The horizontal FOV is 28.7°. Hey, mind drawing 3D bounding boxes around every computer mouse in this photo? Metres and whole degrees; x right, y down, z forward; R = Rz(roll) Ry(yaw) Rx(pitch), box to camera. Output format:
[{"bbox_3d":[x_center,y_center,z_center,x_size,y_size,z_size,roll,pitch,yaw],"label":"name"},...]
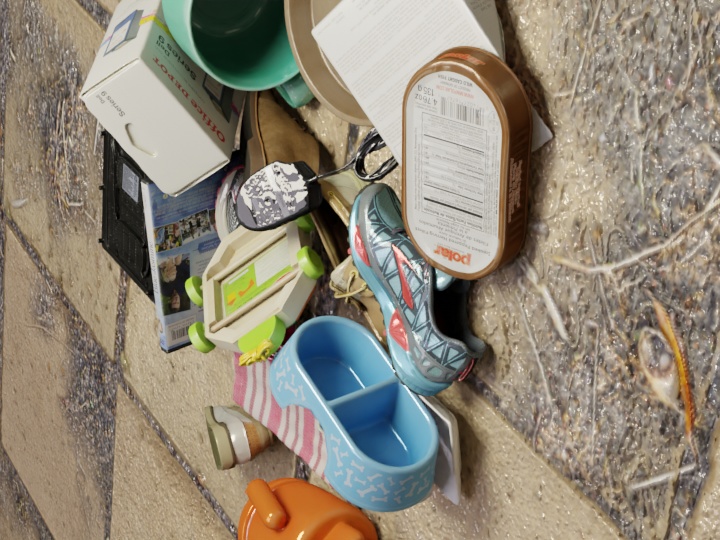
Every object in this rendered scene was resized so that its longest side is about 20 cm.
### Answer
[{"bbox_3d":[-0.033,-0.090,1.335,0.198,0.034,0.059,-22,84,20],"label":"computer mouse"}]

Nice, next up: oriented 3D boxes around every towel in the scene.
[{"bbox_3d":[-0.070,0.150,1.488,0.199,0.030,0.147,38,147,29],"label":"towel"}]

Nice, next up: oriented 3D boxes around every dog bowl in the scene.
[{"bbox_3d":[-0.003,0.124,1.286,0.201,0.110,0.050,53,143,27],"label":"dog bowl"}]

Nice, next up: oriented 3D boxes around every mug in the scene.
[{"bbox_3d":[-0.120,-0.254,1.393,0.114,0.150,0.187,44,136,52],"label":"mug"}]

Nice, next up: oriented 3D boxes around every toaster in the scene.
[{"bbox_3d":[-0.220,-0.073,1.647,0.200,0.117,0.183,39,132,48],"label":"toaster"}]

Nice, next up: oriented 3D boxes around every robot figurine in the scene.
[{"bbox_3d":[-0.058,0.287,1.497,0.199,0.142,0.118,15,96,56],"label":"robot figurine"}]

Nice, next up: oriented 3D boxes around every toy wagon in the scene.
[{"bbox_3d":[-0.102,0.024,1.391,0.154,0.040,0.201,-34,39,20],"label":"toy wagon"}]

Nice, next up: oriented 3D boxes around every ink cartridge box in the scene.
[{"bbox_3d":[0.067,-0.169,1.197,0.201,0.050,0.162,54,137,-2],"label":"ink cartridge box"},{"bbox_3d":[-0.195,-0.196,1.453,0.087,0.146,0.201,-28,30,24],"label":"ink cartridge box"}]

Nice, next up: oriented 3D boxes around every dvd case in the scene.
[{"bbox_3d":[-0.163,-0.023,1.527,0.017,0.142,0.203,26,128,46],"label":"dvd case"}]

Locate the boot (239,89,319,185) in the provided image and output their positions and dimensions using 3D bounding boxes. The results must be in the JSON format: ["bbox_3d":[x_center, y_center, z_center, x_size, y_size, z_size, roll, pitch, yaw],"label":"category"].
[{"bbox_3d":[-0.086,-0.136,1.457,0.201,0.074,0.074,-101,16,-47],"label":"boot"}]

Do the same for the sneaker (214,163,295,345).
[{"bbox_3d":[-0.101,-0.017,1.508,0.074,0.080,0.203,15,116,56],"label":"sneaker"}]

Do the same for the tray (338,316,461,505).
[{"bbox_3d":[0.041,0.129,1.357,0.200,0.022,0.108,41,147,46],"label":"tray"}]

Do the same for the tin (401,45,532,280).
[{"bbox_3d":[0.085,-0.085,1.172,0.111,0.042,0.202,23,128,35],"label":"tin"}]

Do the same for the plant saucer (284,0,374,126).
[{"bbox_3d":[0.004,-0.233,1.285,0.199,0.029,0.203,18,116,43],"label":"plant saucer"}]

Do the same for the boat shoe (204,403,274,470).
[{"bbox_3d":[-0.142,0.193,1.652,0.200,0.068,0.076,-163,59,-78],"label":"boat shoe"}]

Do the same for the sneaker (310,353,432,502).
[{"bbox_3d":[-0.005,0.147,1.356,0.201,0.070,0.073,54,156,26],"label":"sneaker"}]

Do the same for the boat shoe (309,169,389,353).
[{"bbox_3d":[0.000,0.000,1.357,0.074,0.066,0.202,-50,58,52],"label":"boat shoe"}]

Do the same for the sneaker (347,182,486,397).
[{"bbox_3d":[0.060,0.006,1.276,0.095,0.079,0.202,-29,78,40],"label":"sneaker"}]
